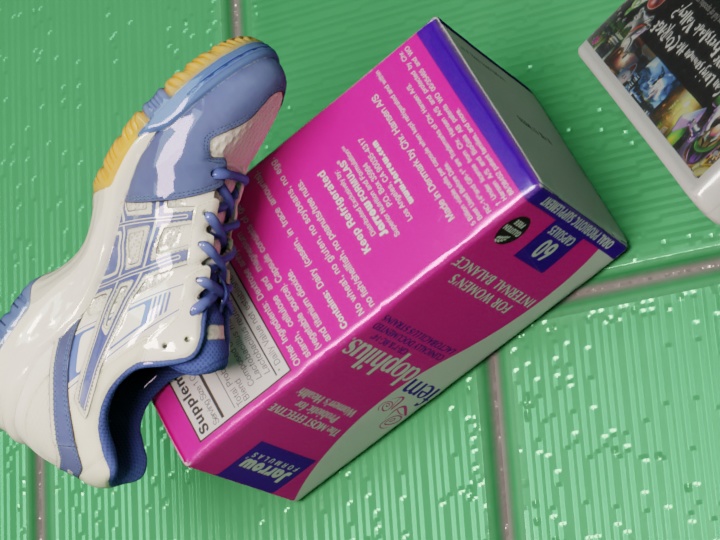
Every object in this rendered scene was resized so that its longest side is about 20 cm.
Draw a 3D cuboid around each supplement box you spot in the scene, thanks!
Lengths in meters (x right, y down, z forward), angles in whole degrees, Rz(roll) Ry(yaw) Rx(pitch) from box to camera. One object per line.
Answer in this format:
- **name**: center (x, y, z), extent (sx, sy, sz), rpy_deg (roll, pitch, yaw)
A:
- **supplement box**: center (0.000, 0.000, 0.964), extent (0.200, 0.101, 0.103), rpy_deg (-38, 61, 15)

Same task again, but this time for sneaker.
- **sneaker**: center (-0.076, 0.000, 0.914), extent (0.088, 0.075, 0.200), rpy_deg (37, 102, 20)

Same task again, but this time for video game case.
- **video game case**: center (0.179, -0.119, 0.879), extent (0.182, 0.023, 0.200), rpy_deg (-44, 21, 11)
